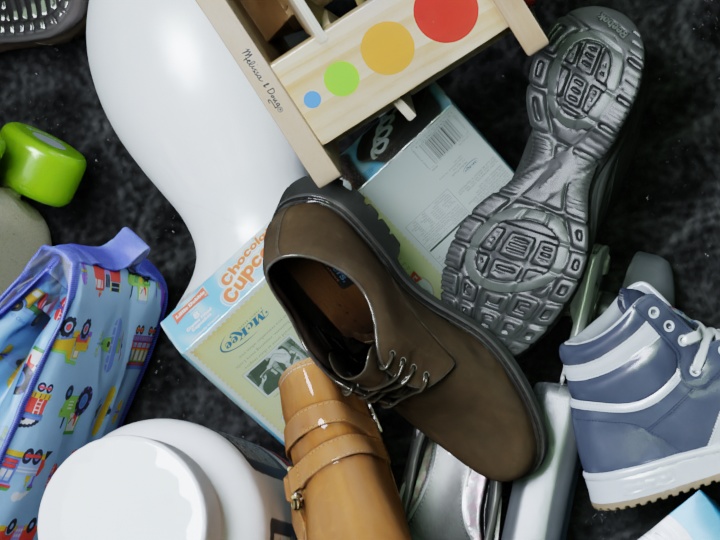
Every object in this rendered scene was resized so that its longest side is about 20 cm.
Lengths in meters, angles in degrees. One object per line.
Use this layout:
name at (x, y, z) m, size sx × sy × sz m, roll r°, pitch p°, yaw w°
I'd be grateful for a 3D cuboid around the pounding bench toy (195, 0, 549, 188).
pounding bench toy at (-0.010, -0.179, 1.291) m, size 0.156 × 0.124 × 0.200 m, roll -32°, pitch 106°, yaw 8°

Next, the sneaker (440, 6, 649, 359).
sneaker at (0.110, -0.040, 1.354) m, size 0.076 × 0.091 × 0.201 m, roll 28°, pitch 96°, yaw 19°

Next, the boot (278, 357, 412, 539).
boot at (-0.008, 0.119, 1.294) m, size 0.073 × 0.200 × 0.156 m, roll -10°, pitch 80°, yaw -8°

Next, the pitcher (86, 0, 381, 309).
pitcher at (-0.057, -0.095, 1.426) m, size 0.171 × 0.121 × 0.201 m, roll -19°, pitch 87°, yaw -8°

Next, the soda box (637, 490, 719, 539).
soda box at (0.128, 0.205, 1.346) m, size 0.200 × 0.068 × 0.064 m, roll -41°, pitch 75°, yaw 4°

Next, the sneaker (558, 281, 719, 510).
sneaker at (0.202, 0.046, 1.333) m, size 0.199 × 0.070 × 0.109 m, roll -19°, pitch 94°, yaw 1°

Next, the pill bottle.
pill bottle at (-0.097, 0.141, 1.342) m, size 0.119 × 0.200 × 0.120 m, roll -2°, pitch 80°, yaw 13°

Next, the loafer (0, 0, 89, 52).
loafer at (-0.231, -0.154, 1.495) m, size 0.199 × 0.071 × 0.074 m, roll 6°, pitch 88°, yaw 31°

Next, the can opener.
can opener at (0.120, 0.081, 1.377) m, size 0.066 × 0.053 × 0.201 m, roll 15°, pitch 85°, yaw 14°

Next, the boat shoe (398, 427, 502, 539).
boat shoe at (0.046, 0.134, 1.384) m, size 0.066 × 0.057 × 0.201 m, roll 8°, pitch 82°, yaw 14°

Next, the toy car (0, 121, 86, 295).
toy car at (-0.289, -0.041, 1.456) m, size 0.200 × 0.158 × 0.165 m, roll 32°, pitch 100°, yaw 27°

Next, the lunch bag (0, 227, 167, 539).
lunch bag at (-0.176, 0.066, 1.391) m, size 0.094 × 0.150 × 0.200 m, roll 36°, pitch 95°, yaw 16°

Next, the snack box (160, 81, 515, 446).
snack box at (0.000, 0.000, 1.388) m, size 0.200 × 0.116 × 0.037 m, roll -42°, pitch 41°, yaw 3°

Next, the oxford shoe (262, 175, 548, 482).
oxford shoe at (0.017, 0.049, 1.310) m, size 0.200 × 0.085 × 0.073 m, roll 44°, pitch 125°, yaw -13°
